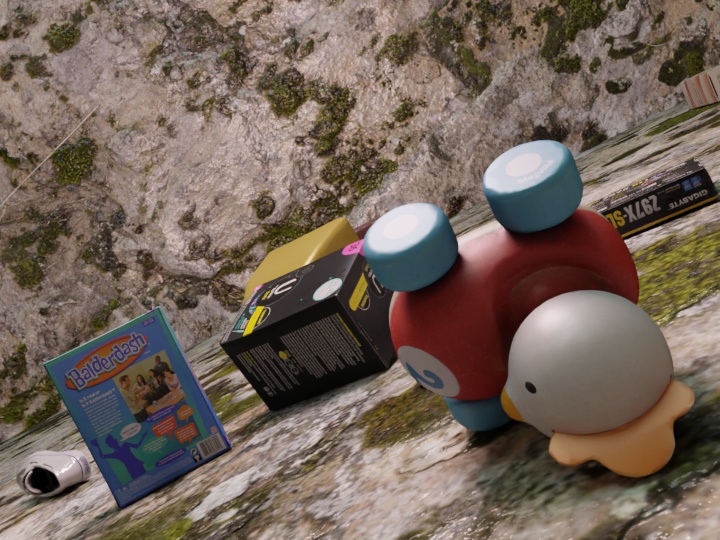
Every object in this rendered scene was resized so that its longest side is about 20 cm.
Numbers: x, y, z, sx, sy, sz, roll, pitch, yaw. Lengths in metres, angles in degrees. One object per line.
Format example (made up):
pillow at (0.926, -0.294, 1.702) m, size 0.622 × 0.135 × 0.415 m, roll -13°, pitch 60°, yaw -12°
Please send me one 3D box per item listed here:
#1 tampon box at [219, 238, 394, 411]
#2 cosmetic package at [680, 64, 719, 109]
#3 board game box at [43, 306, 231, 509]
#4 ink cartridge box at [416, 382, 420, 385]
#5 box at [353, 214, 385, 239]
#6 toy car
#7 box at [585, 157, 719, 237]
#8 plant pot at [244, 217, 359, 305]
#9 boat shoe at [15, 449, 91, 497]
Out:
tampon box at (-0.060, 0.074, 0.997) m, size 0.200 × 0.126 × 0.150 m, roll -24°, pitch 22°, yaw 26°
cosmetic package at (1.112, -0.585, 2.308) m, size 0.087 × 0.104 × 0.200 m, roll -25°, pitch 3°, yaw 4°
board game box at (-0.273, 0.167, 0.904) m, size 0.152 × 0.200 × 0.045 m, roll -26°, pitch 4°, yaw -11°
ink cartridge box at (0.140, 0.052, 0.843) m, size 0.176 × 0.045 × 0.200 m, roll -26°, pitch 5°, yaw 10°
box at (0.000, 0.000, 1.492) m, size 0.200 × 0.166 × 0.164 m, roll -27°, pitch 5°, yaw -17°
toy car at (0.116, 0.055, 0.461) m, size 0.177 × 0.185 × 0.200 m, roll -26°, pitch 33°, yaw 6°
box at (0.395, -0.093, 1.039) m, size 0.200 × 0.049 × 0.160 m, roll -25°, pitch 2°, yaw 23°
plant pot at (-0.091, 0.057, 1.280) m, size 0.195 × 0.195 × 0.200 m, roll -23°, pitch 14°, yaw 31°
boat shoe at (-0.529, 0.340, 1.205) m, size 0.200 × 0.074 × 0.065 m, roll -25°, pitch 0°, yaw 36°
